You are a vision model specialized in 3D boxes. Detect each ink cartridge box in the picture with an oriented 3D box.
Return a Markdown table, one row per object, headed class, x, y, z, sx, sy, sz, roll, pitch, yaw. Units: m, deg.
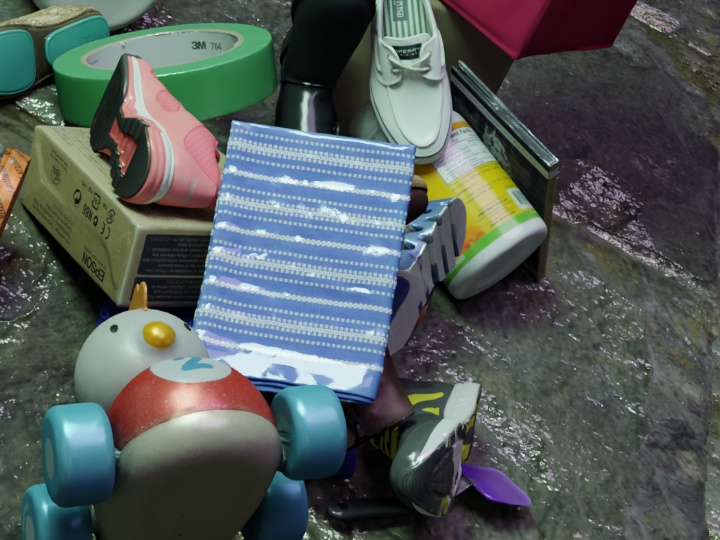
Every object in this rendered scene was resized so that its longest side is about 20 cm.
| class | x | y | z | sx | sy | sz | roll | pitch | yaw |
| --- | --- | --- | --- | --- | --- | --- | --- | --- | --- |
| ink cartridge box | -0.160 | -0.045 | 1.189 | 0.164 | 0.075 | 0.200 | 2 | 25 | -37 |

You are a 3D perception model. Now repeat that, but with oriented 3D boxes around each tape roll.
| class | x | y | z | sx | sy | sz | roll | pitch | yaw |
| --- | --- | --- | --- | --- | --- | --- | --- | --- | --- |
| tape roll | -0.176 | -0.179 | 1.329 | 0.199 | 0.048 | 0.201 | -6 | 21 | 2 |

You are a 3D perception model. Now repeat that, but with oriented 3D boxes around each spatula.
| class | x | y | z | sx | sy | sz | roll | pitch | yaw |
| --- | --- | --- | --- | --- | --- | --- | --- | --- | --- |
| spatula | 0.055 | 0.179 | 1.149 | 0.199 | 0.021 | 0.056 | -5 | 31 | -37 |

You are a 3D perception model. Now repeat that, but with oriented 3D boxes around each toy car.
| class | x | y | z | sx | sy | sz | roll | pitch | yaw |
| --- | --- | --- | --- | --- | --- | --- | --- | --- | --- |
| toy car | -0.135 | 0.081 | 0.975 | 0.184 | 0.177 | 0.201 | -3 | 52 | -25 |

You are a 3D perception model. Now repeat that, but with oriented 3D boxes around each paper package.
| class | x | y | z | sx | sy | sz | roll | pitch | yaw |
| --- | --- | --- | --- | --- | --- | --- | --- | --- | --- |
| paper package | 0.043 | -0.209 | 1.493 | 0.190 | 0.200 | 0.104 | 8 | 37 | -29 |

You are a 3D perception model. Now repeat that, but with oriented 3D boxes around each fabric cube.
| class | x | y | z | sx | sy | sz | roll | pitch | yaw |
| --- | --- | --- | --- | --- | --- | --- | --- | --- | --- |
| fabric cube | 0.176 | -0.345 | 1.412 | 0.196 | 0.200 | 0.200 | 43 | 33 | 22 |

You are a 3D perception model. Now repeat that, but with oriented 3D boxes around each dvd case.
| class | x | y | z | sx | sy | sz | roll | pitch | yaw |
| --- | --- | --- | --- | --- | --- | --- | --- | --- | --- |
| dvd case | 0.137 | -0.094 | 1.436 | 0.016 | 0.200 | 0.149 | -32 | 62 | -16 |

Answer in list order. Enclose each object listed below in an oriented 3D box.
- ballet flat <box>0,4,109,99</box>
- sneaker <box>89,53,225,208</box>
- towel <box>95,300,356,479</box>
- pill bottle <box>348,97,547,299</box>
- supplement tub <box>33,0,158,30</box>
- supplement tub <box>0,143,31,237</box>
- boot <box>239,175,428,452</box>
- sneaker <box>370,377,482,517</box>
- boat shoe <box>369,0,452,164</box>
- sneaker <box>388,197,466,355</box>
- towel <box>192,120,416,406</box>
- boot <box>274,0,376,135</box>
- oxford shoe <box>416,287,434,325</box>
| class | x | y | z | sx | sy | sz | roll | pitch | yaw |
| --- | --- | --- | --- | --- | --- | --- | --- | --- | --- |
| ballet flat | -0.315 | -0.203 | 1.348 | 0.065 | 0.071 | 0.200 | 13 | 22 | 27 |
| sneaker | -0.157 | -0.102 | 1.157 | 0.086 | 0.074 | 0.200 | 17 | 26 | -28 |
| towel | -0.100 | 0.085 | 1.130 | 0.199 | 0.050 | 0.148 | 11 | 37 | -27 |
| pill bottle | 0.078 | -0.082 | 1.401 | 0.111 | 0.111 | 0.200 | -19 | 68 | -49 |
| supplement tub | -0.284 | -0.351 | 1.478 | 0.145 | 0.146 | 0.200 | 5 | 41 | -33 |
| supplement tub | -0.355 | -0.078 | 1.083 | 0.199 | 0.123 | 0.123 | 23 | 34 | -11 |
| boot | -0.002 | 0.038 | 1.107 | 0.199 | 0.072 | 0.167 | -31 | 79 | -8 |
| sneaker | 0.041 | 0.135 | 1.142 | 0.084 | 0.075 | 0.200 | 10 | 12 | 11 |
| boat shoe | 0.038 | -0.197 | 1.328 | 0.073 | 0.067 | 0.201 | -13 | 85 | -2 |
| sneaker | 0.000 | 0.000 | 1.243 | 0.115 | 0.081 | 0.199 | 10 | 37 | 28 |
| towel | -0.044 | -0.007 | 1.070 | 0.144 | 0.024 | 0.201 | 8 | 77 | 5 |
| boot | -0.036 | -0.155 | 1.324 | 0.076 | 0.200 | 0.169 | 5 | 73 | -13 |
| oxford shoe | 0.019 | -0.041 | 1.366 | 0.071 | 0.073 | 0.200 | -1 | 44 | -37 |
